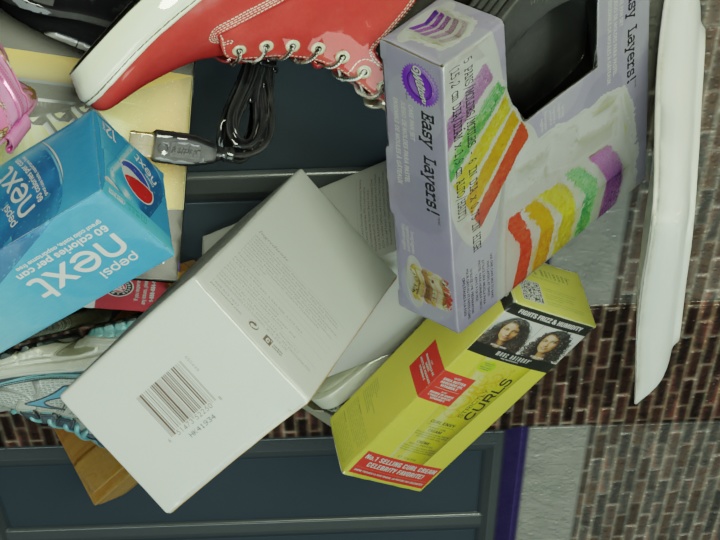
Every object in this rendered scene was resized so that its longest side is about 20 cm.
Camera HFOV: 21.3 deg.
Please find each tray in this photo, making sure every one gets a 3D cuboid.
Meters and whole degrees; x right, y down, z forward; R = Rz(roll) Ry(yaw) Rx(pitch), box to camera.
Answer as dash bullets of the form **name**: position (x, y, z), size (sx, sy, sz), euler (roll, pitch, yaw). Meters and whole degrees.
- **tray**: position (-0.161, 0.086, 1.408), size (0.037, 0.099, 0.200), euler (-18, 163, -46)

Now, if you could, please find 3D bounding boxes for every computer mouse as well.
- **computer mouse**: position (-0.136, -0.126, 1.080), size (0.199, 0.141, 0.046), euler (13, 156, -21)

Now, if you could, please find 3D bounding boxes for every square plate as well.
- **square plate**: position (0.185, -0.052, 1.143), size (0.028, 0.200, 0.198), euler (4, 146, 8)

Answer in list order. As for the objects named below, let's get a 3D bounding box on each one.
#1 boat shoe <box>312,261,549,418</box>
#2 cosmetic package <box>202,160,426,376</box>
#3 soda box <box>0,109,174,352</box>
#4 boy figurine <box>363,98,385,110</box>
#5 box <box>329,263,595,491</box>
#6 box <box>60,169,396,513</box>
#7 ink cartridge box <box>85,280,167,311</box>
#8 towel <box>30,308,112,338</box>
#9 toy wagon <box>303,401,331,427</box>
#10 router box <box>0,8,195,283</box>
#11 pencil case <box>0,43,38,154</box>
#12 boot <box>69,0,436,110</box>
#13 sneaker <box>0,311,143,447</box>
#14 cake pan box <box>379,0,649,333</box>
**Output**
- **boat shoe**: position (0.056, 0.047, 1.359), size (0.201, 0.072, 0.060), euler (-35, 120, 14)
- **cosmetic package**: position (0.000, 0.000, 1.308), size (0.200, 0.085, 0.108), euler (-19, 142, 24)
- **soda box**: position (-0.203, -0.002, 1.048), size (0.200, 0.064, 0.068), euler (-29, 136, 17)
- **boy figurine**: position (0.063, -0.125, 1.153), size (0.200, 0.065, 0.124), euler (22, 138, -32)
- **box**: position (0.065, 0.070, 1.285), size (0.075, 0.050, 0.200), euler (18, 132, -33)
- **box**: position (-0.075, 0.038, 1.167), size (0.124, 0.200, 0.098), euler (-40, 96, 26)
- **ink cartridge box**: position (-0.219, -0.048, 1.228), size (0.199, 0.083, 0.147), euler (3, 146, -9)
- **towel**: position (-0.290, 0.046, 1.326), size (0.192, 0.035, 0.200), euler (-14, 179, 12)
- **toy wagon**: position (0.016, 0.089, 1.477), size (0.155, 0.040, 0.200), euler (4, 145, -8)
- **router box**: position (-0.201, -0.077, 1.124), size (0.199, 0.158, 0.052), euler (4, 178, -9)
- **pencil case**: position (-0.250, -0.148, 1.023), size (0.083, 0.087, 0.200), euler (-31, 115, -12)
- **boot**: position (-0.045, -0.118, 1.036), size (0.200, 0.072, 0.144), euler (-38, 106, -6)
- **sneaker**: position (-0.199, 0.087, 1.328), size (0.199, 0.087, 0.078), euler (-16, 179, 22)
- **cake pan box**: position (0.092, -0.092, 1.084), size (0.052, 0.184, 0.200), euler (27, 139, 32)
